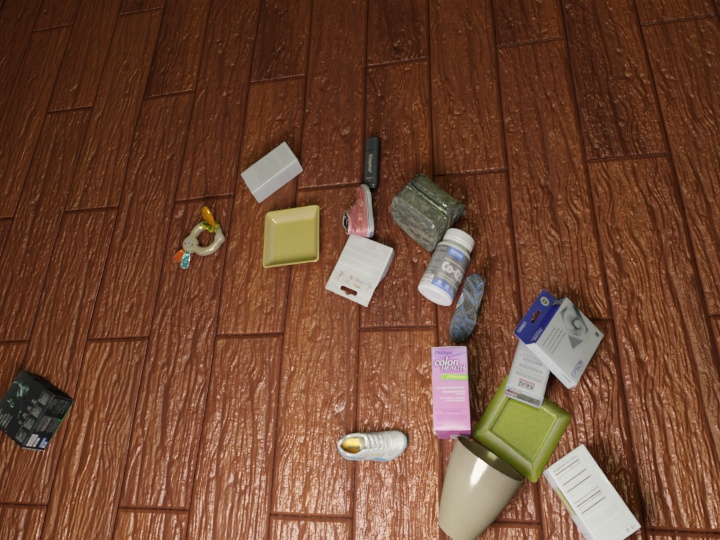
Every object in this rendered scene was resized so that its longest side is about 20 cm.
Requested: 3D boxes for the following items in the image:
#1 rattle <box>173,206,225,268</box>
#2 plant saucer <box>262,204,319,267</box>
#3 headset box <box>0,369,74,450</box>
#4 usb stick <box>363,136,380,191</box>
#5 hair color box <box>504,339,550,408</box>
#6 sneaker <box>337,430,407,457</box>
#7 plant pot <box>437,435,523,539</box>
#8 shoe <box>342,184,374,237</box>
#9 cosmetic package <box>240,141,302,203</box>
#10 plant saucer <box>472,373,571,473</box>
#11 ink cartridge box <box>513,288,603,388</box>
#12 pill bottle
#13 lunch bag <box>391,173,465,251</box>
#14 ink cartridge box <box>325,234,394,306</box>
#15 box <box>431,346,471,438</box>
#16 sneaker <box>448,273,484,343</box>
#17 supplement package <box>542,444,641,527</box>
[{"bbox_3d":[-0.569,-0.108,1.785,0.195,0.143,0.134,-27,82,-6],"label":"rattle"},{"bbox_3d":[-0.223,-0.105,1.746,0.192,0.049,0.208,-6,66,11],"label":"plant saucer"},{"bbox_3d":[-1.063,0.447,1.691,0.194,0.093,0.179,22,74,21],"label":"headset box"},{"bbox_3d":[0.040,-0.367,1.801,0.053,0.033,0.208,-2,68,12],"label":"usb stick"},{"bbox_3d":[0.456,0.248,1.395,0.096,0.062,0.203,16,54,19],"label":"hair color box"},{"bbox_3d":[0.032,0.476,1.422,0.192,0.081,0.079,-11,63,7],"label":"sneaker"},{"bbox_3d":[0.273,0.552,1.290,0.183,0.187,0.205,28,89,22],"label":"plant pot"},{"bbox_3d":[-0.012,-0.199,1.695,0.087,0.072,0.206,3,57,-16],"label":"shoe"},{"bbox_3d":[-0.312,-0.346,1.855,0.197,0.072,0.103,-36,64,-3],"label":"cosmetic package"},{"bbox_3d":[0.422,0.404,1.375,0.196,0.048,0.203,32,78,23],"label":"plant saucer"},{"bbox_3d":[0.526,0.167,1.385,0.200,0.041,0.199,43,58,7],"label":"ink cartridge box"},{"bbox_3d":[0.258,-0.012,1.553,0.111,0.114,0.205,21,74,21],"label":"pill bottle"},{"bbox_3d":[0.209,-0.194,1.636,0.167,0.141,0.199,-39,64,-24],"label":"lunch bag"},{"bbox_3d":[0.000,0.000,1.651,0.156,0.050,0.206,20,77,20],"label":"ink cartridge box"},{"bbox_3d":[0.241,0.326,1.381,0.093,0.177,0.208,-4,66,11],"label":"box"},{"bbox_3d":[0.312,0.113,1.515,0.074,0.077,0.207,22,91,18],"label":"sneaker"},{"bbox_3d":[0.543,0.542,1.252,0.107,0.114,0.203,-31,63,-2],"label":"supplement package"}]
